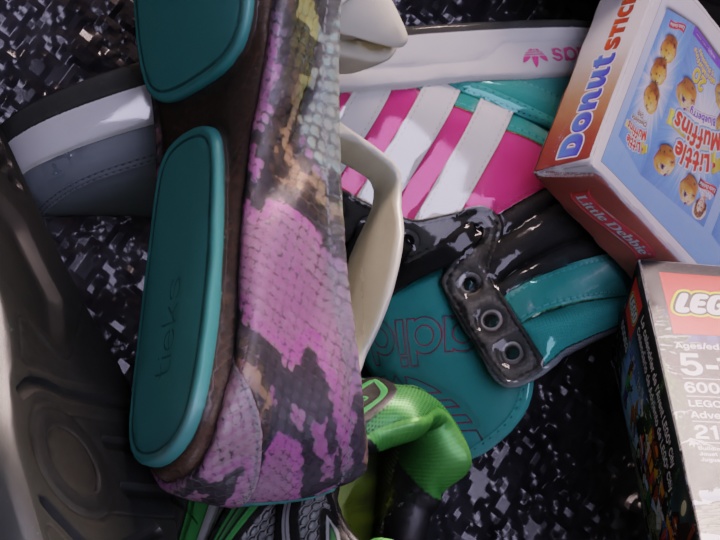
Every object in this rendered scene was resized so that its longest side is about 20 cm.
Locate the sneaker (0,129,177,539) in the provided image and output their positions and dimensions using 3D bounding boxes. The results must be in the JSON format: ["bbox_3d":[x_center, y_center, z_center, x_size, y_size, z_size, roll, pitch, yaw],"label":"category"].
[{"bbox_3d":[-0.121,0.043,0.669,0.114,0.076,0.200,-38,64,16],"label":"sneaker"}]

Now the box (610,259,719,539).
[{"bbox_3d":[0.174,0.062,0.694,0.198,0.038,0.137,4,40,-9],"label":"box"}]

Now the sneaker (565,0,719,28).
[{"bbox_3d":[0.054,-0.115,0.768,0.199,0.091,0.077,14,82,-17],"label":"sneaker"}]

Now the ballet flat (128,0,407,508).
[{"bbox_3d":[-0.021,-0.039,0.673,0.071,0.069,0.202,7,75,-32],"label":"ballet flat"}]

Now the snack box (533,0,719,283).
[{"bbox_3d":[0.127,0.002,0.777,0.200,0.024,0.072,44,56,-32],"label":"snack box"}]

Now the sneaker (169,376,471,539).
[{"bbox_3d":[-0.019,0.107,0.657,0.078,0.085,0.201,47,40,-43],"label":"sneaker"}]

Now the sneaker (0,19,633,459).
[{"bbox_3d":[0.000,0.000,0.746,0.199,0.084,0.122,-7,78,-22],"label":"sneaker"}]
